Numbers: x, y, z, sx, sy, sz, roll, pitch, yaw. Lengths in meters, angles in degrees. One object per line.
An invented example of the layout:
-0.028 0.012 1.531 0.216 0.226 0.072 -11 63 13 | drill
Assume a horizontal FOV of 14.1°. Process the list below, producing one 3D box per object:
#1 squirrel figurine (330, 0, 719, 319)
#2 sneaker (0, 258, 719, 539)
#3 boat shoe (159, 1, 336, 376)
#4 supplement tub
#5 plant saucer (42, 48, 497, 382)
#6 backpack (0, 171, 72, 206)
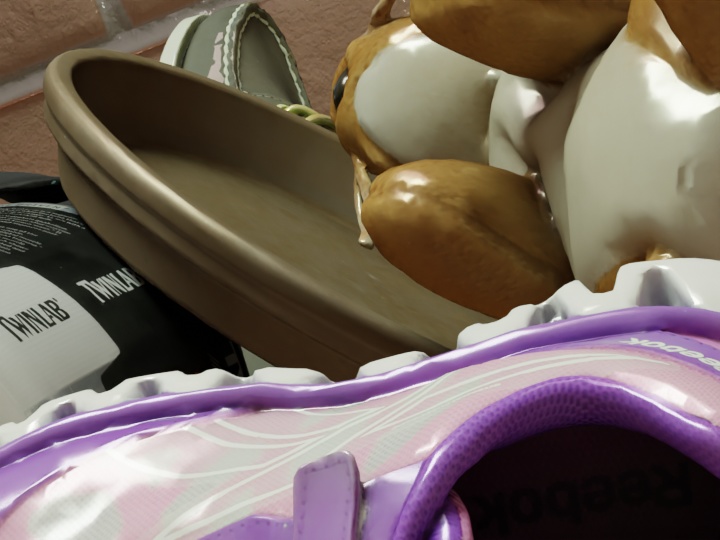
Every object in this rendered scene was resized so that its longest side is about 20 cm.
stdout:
0.090 -0.029 0.724 0.199 0.143 0.186 -1 5 -24 | squirrel figurine
-0.006 0.056 0.491 0.199 0.081 0.088 -19 10 3 | sneaker
-0.024 -0.016 0.970 0.060 0.203 0.072 -31 -44 26 | boat shoe
-0.097 0.049 0.731 0.122 0.123 0.200 -19 4 14 | supplement tub
0.000 0.000 0.788 0.030 0.199 0.200 -62 -8 12 | plant saucer
-0.105 0.032 1.046 0.166 0.127 0.200 1 16 27 | backpack
